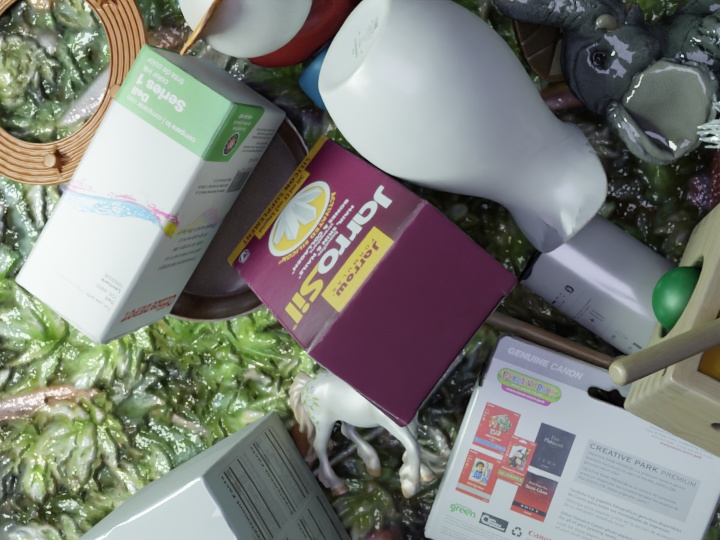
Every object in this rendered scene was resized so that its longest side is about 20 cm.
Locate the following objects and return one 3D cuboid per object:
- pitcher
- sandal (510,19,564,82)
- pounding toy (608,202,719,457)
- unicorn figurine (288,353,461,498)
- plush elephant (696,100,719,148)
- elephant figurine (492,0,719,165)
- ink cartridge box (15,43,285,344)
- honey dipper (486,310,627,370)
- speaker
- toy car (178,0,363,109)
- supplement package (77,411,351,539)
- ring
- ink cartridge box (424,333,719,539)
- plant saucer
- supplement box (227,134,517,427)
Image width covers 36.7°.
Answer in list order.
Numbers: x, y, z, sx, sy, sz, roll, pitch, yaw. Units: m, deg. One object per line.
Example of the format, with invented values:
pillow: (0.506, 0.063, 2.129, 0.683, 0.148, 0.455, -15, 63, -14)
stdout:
pitcher: (0.071, -0.123, 0.779, 0.199, 0.172, 0.121, 29, 122, -25)
sandal: (0.135, -0.247, 0.835, 0.080, 0.054, 0.202, -20, 97, -3)
pounding toy: (0.267, 0.047, 0.720, 0.199, 0.142, 0.185, 26, 72, 4)
unicorn figurine: (0.017, 0.104, 0.857, 0.198, 0.074, 0.139, -12, 97, 26)
plush elephant: (0.318, -0.102, 0.652, 0.198, 0.155, 0.166, 20, 65, 12)
elephant figurine: (0.211, -0.148, 0.798, 0.198, 0.142, 0.157, -17, 78, 5)
ink cartridge box: (-0.155, -0.058, 0.825, 0.084, 0.145, 0.201, 33, 101, 5)
honey dipper: (0.122, 0.046, 0.857, 0.199, 0.038, 0.038, 23, 99, 19)
speaker: (0.225, 0.032, 0.837, 0.199, 0.081, 0.082, 34, 100, 5)
toy car: (-0.079, -0.199, 0.782, 0.184, 0.200, 0.177, 46, 133, -3)
supplement package: (-0.115, 0.231, 0.854, 0.151, 0.200, 0.151, -31, 90, 12)
ring: (-0.269, -0.173, 0.913, 0.198, 0.019, 0.203, 0, 90, 19)
ink cartridge box: (0.174, 0.153, 0.854, 0.198, 0.084, 0.177, 20, 102, 7)
plant saucer: (-0.128, -0.058, 0.911, 0.198, 0.034, 0.202, 1, 95, 10)
supplement box: (0.000, 0.000, 0.794, 0.103, 0.200, 0.131, 38, 90, -30)
